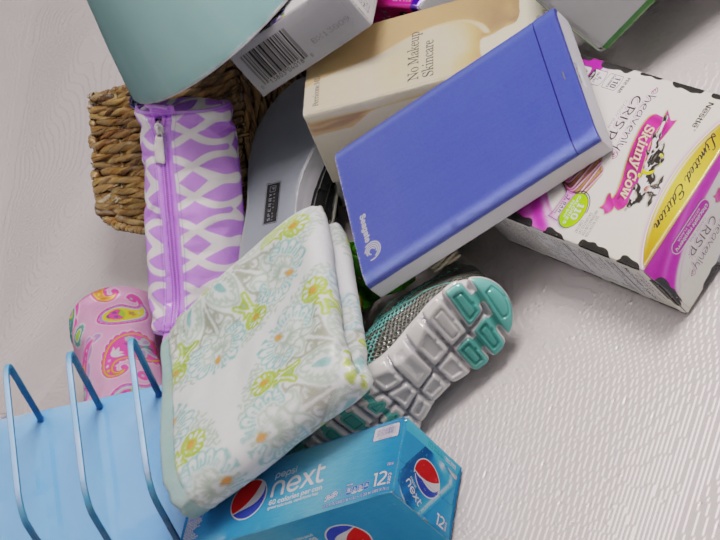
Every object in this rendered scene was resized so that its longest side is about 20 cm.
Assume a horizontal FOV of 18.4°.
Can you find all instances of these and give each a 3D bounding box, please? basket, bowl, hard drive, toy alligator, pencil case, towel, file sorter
[{"bbox_3d":[-0.116,-0.097,1.896,0.200,0.149,0.143,-11,83,42],"label":"basket"},{"bbox_3d":[-0.137,-0.235,1.711,0.201,0.105,0.201,-36,24,19],"label":"bowl"},{"bbox_3d":[0.076,-0.084,1.573,0.200,0.025,0.132,-33,46,21],"label":"hard drive"},{"bbox_3d":[0.000,0.000,1.642,0.059,0.054,0.200,-37,5,-39],"label":"toy alligator"},{"bbox_3d":[-0.134,-0.042,1.758,0.084,0.201,0.085,-3,9,17],"label":"pencil case"},{"bbox_3d":[-0.073,0.062,1.584,0.171,0.048,0.200,-40,33,22],"label":"towel"},{"bbox_3d":[-0.188,0.103,1.763,0.087,0.087,0.200,-35,39,19],"label":"pencil case"},{"bbox_3d":[-0.236,0.143,1.599,0.199,0.123,0.139,-12,61,1],"label":"file sorter"}]

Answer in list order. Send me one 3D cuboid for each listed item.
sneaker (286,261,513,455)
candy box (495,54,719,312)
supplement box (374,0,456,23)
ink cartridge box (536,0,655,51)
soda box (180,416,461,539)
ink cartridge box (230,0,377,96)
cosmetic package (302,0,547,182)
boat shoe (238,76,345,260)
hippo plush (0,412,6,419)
[{"bbox_3d":[0.025,0.068,1.591,0.200,0.078,0.091,-38,19,10],"label":"sneaker"},{"bbox_3d":[0.182,-0.066,1.531,0.200,0.061,0.137,24,78,52],"label":"candy box"},{"bbox_3d":[0.039,-0.227,1.813,0.200,0.101,0.104,13,67,53],"label":"supplement box"},{"bbox_3d":[0.194,-0.278,1.657,0.147,0.083,0.200,-46,21,25],"label":"ink cartridge box"},{"bbox_3d":[-0.031,0.168,1.541,0.200,0.068,0.064,-20,42,35],"label":"soda box"},{"bbox_3d":[-0.037,-0.228,1.731,0.109,0.050,0.200,-31,27,25],"label":"ink cartridge box"},{"bbox_3d":[0.062,-0.145,1.678,0.199,0.071,0.105,-14,39,13],"label":"cosmetic package"},{"bbox_3d":[-0.045,-0.057,1.767,0.073,0.068,0.200,-12,58,29],"label":"boat shoe"},{"bbox_3d":[-0.302,0.189,1.742,0.200,0.159,0.161,-18,46,38],"label":"hippo plush"}]
